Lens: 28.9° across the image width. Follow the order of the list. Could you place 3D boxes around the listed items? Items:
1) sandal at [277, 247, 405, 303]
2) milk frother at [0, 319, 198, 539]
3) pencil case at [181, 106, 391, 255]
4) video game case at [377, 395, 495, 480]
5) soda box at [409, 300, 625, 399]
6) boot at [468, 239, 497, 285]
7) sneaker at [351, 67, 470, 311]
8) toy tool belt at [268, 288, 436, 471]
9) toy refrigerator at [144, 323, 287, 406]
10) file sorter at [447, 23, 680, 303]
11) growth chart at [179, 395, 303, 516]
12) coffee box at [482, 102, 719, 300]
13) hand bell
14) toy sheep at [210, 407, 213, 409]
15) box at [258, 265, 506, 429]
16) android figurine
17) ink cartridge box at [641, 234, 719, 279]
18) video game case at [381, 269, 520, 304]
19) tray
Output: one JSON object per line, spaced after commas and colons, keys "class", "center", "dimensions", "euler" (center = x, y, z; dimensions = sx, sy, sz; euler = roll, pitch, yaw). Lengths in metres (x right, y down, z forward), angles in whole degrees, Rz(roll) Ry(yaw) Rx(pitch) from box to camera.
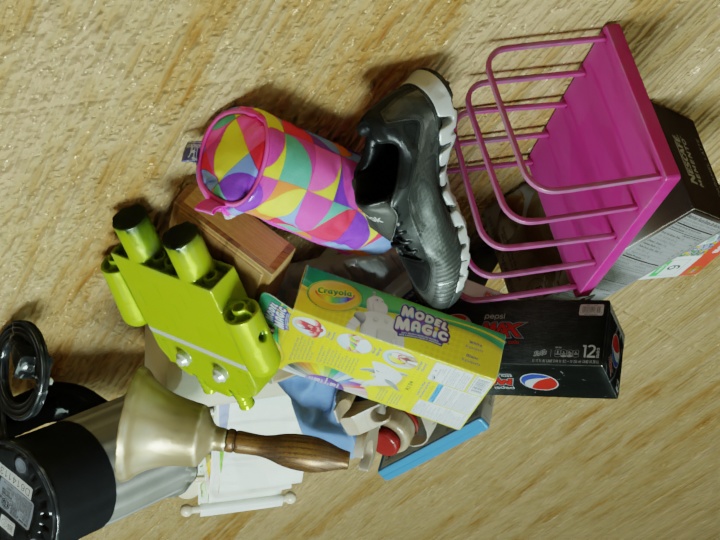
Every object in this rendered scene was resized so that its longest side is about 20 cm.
{"class": "sandal", "center": [-0.001, -0.004, 1.301], "dimensions": [0.201, 0.050, 0.083], "euler": [-6, 144, 7]}
{"class": "milk frother", "center": [-0.257, 0.139, 1.306], "dimensions": [0.188, 0.181, 0.200], "euler": [-20, 152, -52]}
{"class": "pencil case", "center": [-0.045, -0.065, 1.087], "dimensions": [0.088, 0.089, 0.199], "euler": [-31, 153, 29]}
{"class": "video game case", "center": [0.093, 0.127, 1.504], "dimensions": [0.143, 0.201, 0.018], "euler": [-33, 112, 31]}
{"class": "soda box", "center": [0.125, 0.068, 1.217], "dimensions": [0.198, 0.064, 0.071], "euler": [0, 151, 23]}
{"class": "boot", "center": [0.104, 0.048, 1.419], "dimensions": [0.074, 0.098, 0.200], "euler": [-6, 154, -22]}
{"class": "sneaker", "center": [0.033, -0.049, 1.075], "dimensions": [0.090, 0.066, 0.202], "euler": [-28, 126, -32]}
{"class": "toy tool belt", "center": [-0.021, 0.119, 1.275], "dimensions": [0.124, 0.123, 0.201], "euler": [-8, 124, 35]}
{"class": "toy refrigerator", "center": [-0.102, 0.076, 1.345], "dimensions": [0.198, 0.076, 0.071], "euler": [-7, 118, -23]}
{"class": "file sorter", "center": [0.141, -0.076, 1.118], "dimensions": [0.124, 0.140, 0.200], "euler": [-8, 155, -17]}
{"class": "growth chart", "center": [-0.112, 0.176, 1.434], "dimensions": [0.143, 0.018, 0.201], "euler": [3, 122, -20]}
{"class": "coffee box", "center": [0.220, -0.049, 1.266], "dimensions": [0.199, 0.115, 0.079], "euler": [-34, 150, 32]}
{"class": "hand bell", "center": [-0.108, 0.153, 1.236], "dimensions": [0.198, 0.105, 0.104], "euler": [10, 156, 3]}
{"class": "toy sheep", "center": [-0.116, 0.182, 1.531], "dimensions": [0.137, 0.139, 0.201], "euler": [-9, 151, -18]}
{"class": "box", "center": [0.008, 0.062, 1.150], "dimensions": [0.198, 0.049, 0.118], "euler": [18, 150, -4]}
{"class": "android figurine", "center": [-0.138, 0.038, 1.156], "dimensions": [0.041, 0.181, 0.201], "euler": [-46, 138, -30]}
{"class": "ink cartridge box", "center": [0.344, -0.038, 1.451], "dimensions": [0.198, 0.051, 0.109], "euler": [-4, 153, -26]}
{"class": "video game case", "center": [0.109, 0.056, 1.291], "dimensions": [0.199, 0.018, 0.143], "euler": [20, 152, -16]}
{"class": "tray", "center": [-0.122, 0.010, 1.181], "dimensions": [0.037, 0.098, 0.200], "euler": [-50, 173, -31]}
